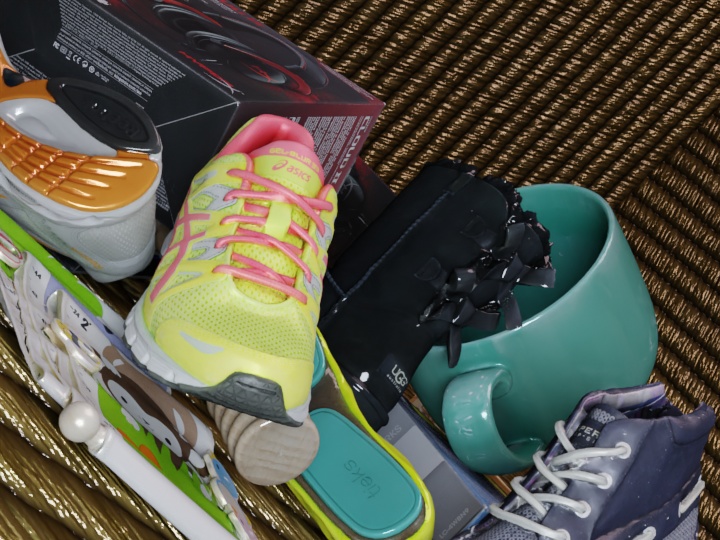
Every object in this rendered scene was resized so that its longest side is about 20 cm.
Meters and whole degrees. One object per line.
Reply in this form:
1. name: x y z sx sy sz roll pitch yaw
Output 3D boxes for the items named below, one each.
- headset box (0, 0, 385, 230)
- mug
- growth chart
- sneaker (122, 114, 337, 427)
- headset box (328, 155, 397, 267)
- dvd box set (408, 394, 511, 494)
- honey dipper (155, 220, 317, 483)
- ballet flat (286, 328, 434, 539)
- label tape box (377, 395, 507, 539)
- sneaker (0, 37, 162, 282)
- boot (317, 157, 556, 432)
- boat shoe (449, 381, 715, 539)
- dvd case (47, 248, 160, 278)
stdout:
1. headset box: -0.089 -0.096 0.898 0.149 0.075 0.200 35 17 18
2. mug: 0.090 0.048 1.005 0.152 0.185 0.115 15 -39 51
3. growth chart: -0.090 0.049 0.650 0.145 0.018 0.200 45 3 -37
4. sneaker: -0.046 -0.010 0.705 0.078 0.090 0.200 22 21 -17
5. headset box: -0.078 -0.074 1.471 0.200 0.149 0.077 45 1 -40
6. dvd box set: 0.101 0.187 1.154 0.200 0.029 0.146 47 -13 26
7. honey dipper: -0.069 0.024 0.795 0.038 0.038 0.200 44 9 -39
8. ballet flat: -0.027 0.080 0.837 0.200 0.067 0.067 51 -17 37
9. label tape box: 0.053 0.147 0.976 0.143 0.066 0.200 45 0 -30
10. sneaker: -0.167 -0.060 0.743 0.200 0.076 0.092 38 -29 23
11. boot: -0.001 -0.001 0.957 0.198 0.162 0.073 29 -21 43
12. boat shoe: 0.083 0.106 0.752 0.075 0.093 0.200 22 23 39
13. dvd case: -0.175 -0.057 0.907 0.150 0.025 0.200 46 1 4
